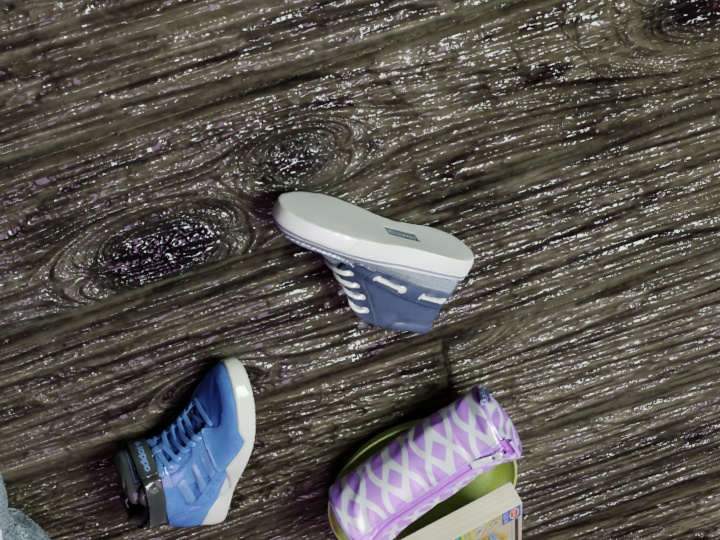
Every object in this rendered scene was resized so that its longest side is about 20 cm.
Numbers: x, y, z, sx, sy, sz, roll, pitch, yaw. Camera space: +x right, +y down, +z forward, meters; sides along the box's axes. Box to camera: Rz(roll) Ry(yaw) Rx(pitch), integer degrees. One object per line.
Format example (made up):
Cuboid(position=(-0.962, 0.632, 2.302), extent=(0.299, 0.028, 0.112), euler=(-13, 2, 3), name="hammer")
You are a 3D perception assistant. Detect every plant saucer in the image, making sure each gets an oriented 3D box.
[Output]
Cuboid(position=(0.060, 0.216, 1.507), extent=(0.198, 0.031, 0.201), euler=(-9, 131, -11), name="plant saucer")

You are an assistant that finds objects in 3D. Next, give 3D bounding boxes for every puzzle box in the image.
Cuboid(position=(0.103, 0.284, 1.516), extent=(0.132, 0.026, 0.200), euler=(-28, 156, -6), name="puzzle box")

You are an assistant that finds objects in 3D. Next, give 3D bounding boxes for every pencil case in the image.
Cuboid(position=(0.063, 0.193, 1.413), extent=(0.199, 0.086, 0.084), euler=(-36, 131, 15), name="pencil case")

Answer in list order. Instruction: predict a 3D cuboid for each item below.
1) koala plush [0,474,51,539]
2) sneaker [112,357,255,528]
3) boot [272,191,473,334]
Cuboid(position=(-0.355, 0.230, 1.307), extent=(0.182, 0.178, 0.202), euler=(-13, 131, -22), name="koala plush")
Cuboid(position=(-0.167, 0.165, 1.362), extent=(0.110, 0.077, 0.201), euler=(-4, 136, -26), name="sneaker")
Cuboid(position=(0.000, 0.000, 1.283), extent=(0.198, 0.073, 0.091), euler=(16, 116, -29), name="boot")
